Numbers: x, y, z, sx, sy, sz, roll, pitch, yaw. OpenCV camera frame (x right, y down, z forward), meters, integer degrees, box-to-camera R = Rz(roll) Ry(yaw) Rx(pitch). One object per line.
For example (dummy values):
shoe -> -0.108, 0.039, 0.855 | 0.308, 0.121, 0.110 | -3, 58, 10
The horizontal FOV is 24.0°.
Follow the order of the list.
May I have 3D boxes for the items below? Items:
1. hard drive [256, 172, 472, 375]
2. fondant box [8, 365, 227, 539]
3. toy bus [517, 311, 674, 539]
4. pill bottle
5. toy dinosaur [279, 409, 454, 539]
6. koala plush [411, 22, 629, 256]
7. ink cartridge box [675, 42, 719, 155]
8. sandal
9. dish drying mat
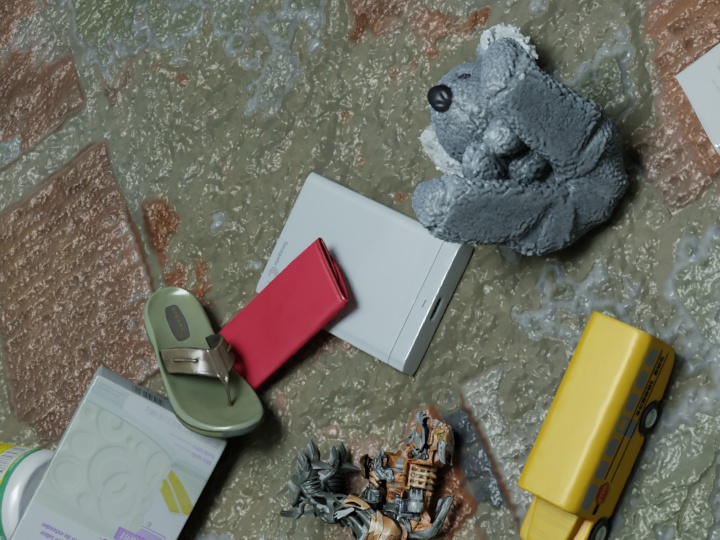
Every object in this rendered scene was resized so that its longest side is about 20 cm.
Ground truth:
hard drive -> 0.000, 0.000, 1.622 | 0.199, 0.027, 0.133 | 27, 92, 37
fondant box -> -0.237, 0.216, 1.646 | 0.201, 0.143, 0.058 | -62, 9, 4
toy bus -> 0.192, 0.143, 1.416 | 0.065, 0.078, 0.202 | 24, 89, 36
pill bottle -> -0.390, 0.233, 1.761 | 0.198, 0.112, 0.114 | 4, 78, 34
toy dinosaur -> 0.006, 0.215, 1.517 | 0.135, 0.102, 0.201 | 29, 71, 20
koala plush -> 0.125, -0.122, 1.515 | 0.179, 0.182, 0.200 | -63, 32, 16
ink cartridge box -> 0.371, -0.160, 1.346 | 0.199, 0.146, 0.083 | -37, 57, 19
sandal -> -0.159, 0.083, 1.632 | 0.202, 0.079, 0.058 | 55, 152, 35
dish drying mat -> -0.086, 0.057, 1.643 | 0.200, 0.018, 0.077 | -43, 56, 30
